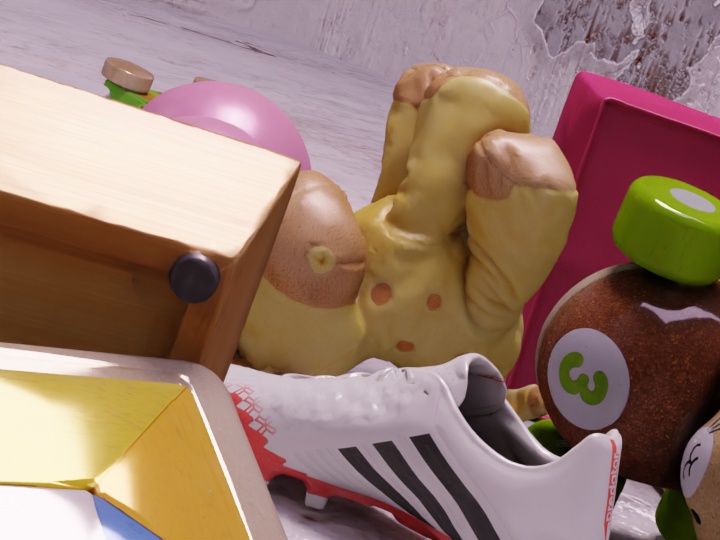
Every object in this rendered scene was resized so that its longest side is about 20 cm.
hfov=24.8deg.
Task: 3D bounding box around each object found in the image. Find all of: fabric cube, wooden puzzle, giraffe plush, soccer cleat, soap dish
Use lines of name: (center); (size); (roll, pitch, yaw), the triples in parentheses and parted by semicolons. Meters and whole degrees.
fabric cube: (0.204, 0.002, 1.037); (0.198, 0.198, 0.199); (19, 10, -1)
wooden puzzle: (-0.084, 0.077, 0.408); (0.199, 0.037, 0.186); (13, 34, -36)
giraffe plush: (0.000, 0.000, 0.828); (0.161, 0.202, 0.172); (-5, 13, -20)
soccer cleat: (0.016, 0.066, 0.678); (0.199, 0.086, 0.068); (24, 12, 27)
soap dish: (-0.136, 0.009, 0.547); (0.198, 0.158, 0.081); (17, 27, -12)

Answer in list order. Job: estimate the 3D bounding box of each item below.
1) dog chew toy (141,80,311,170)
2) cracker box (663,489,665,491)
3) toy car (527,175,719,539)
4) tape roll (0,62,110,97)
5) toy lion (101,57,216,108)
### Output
dog chew toy: (-0.095, -0.039, 0.961); (0.123, 0.125, 0.200); (18, 18, -2)
cracker box: (0.253, 0.043, 0.891); (0.133, 0.202, 0.058); (16, 12, -12)
toy car: (0.162, 0.082, 0.701); (0.156, 0.165, 0.200); (16, 23, -11)
tape roll: (-0.244, -0.079, 0.928); (0.198, 0.067, 0.200); (7, 12, -2)
toy lion: (-0.135, -0.115, 1.453); (0.191, 0.069, 0.199); (33, 16, 30)
